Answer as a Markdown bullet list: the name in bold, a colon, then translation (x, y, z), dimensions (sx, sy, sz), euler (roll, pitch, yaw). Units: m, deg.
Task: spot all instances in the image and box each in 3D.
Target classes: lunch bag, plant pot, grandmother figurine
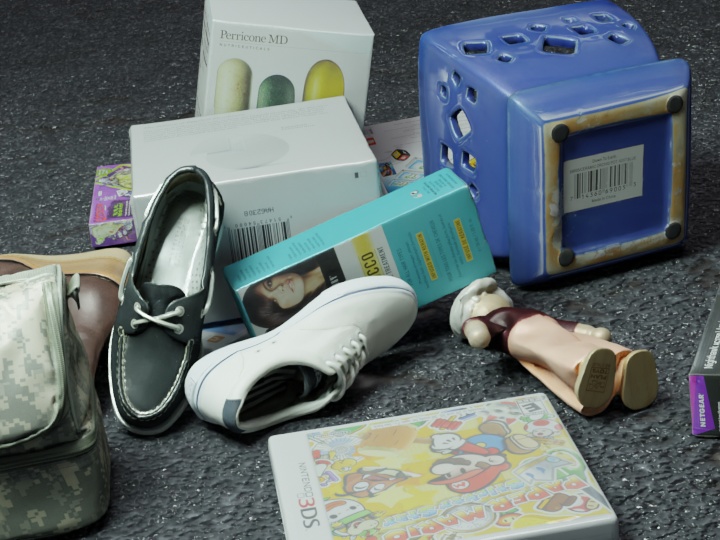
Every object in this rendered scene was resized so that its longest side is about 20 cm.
- **lunch bag**: translation (-0.272, 0.086, 1.079), dimensions (0.199, 0.169, 0.139), euler (-9, 21, -6)
- **plant pot**: translation (0.176, -0.106, 1.419), dimensions (0.199, 0.201, 0.180), euler (-13, 28, -19)
- **grandmother figurine**: translation (0.127, 0.052, 1.218), dimensions (0.121, 0.061, 0.200), euler (14, 7, -30)

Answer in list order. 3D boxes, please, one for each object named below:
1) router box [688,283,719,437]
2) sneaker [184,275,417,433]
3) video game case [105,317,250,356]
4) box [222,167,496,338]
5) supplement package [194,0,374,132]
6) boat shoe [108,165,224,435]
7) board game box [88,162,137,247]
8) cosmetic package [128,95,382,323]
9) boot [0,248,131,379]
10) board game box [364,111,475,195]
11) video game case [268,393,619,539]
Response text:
- **router box**: translation (0.321, 0.053, 1.160), dimensions (0.148, 0.051, 0.200), euler (0, 22, 21)
- **sneaker**: translation (-0.030, 0.069, 1.210), dimensions (0.199, 0.073, 0.071), euler (-28, 38, -25)
- **video game case**: translation (-0.129, 0.024, 1.398), dimensions (0.181, 0.022, 0.200), euler (9, 26, 33)
- **box**: translation (0.000, 0.000, 1.282), dimensions (0.199, 0.083, 0.049), euler (-25, 25, -7)
- **supplement package**: translation (-0.078, -0.148, 1.541), dimensions (0.151, 0.201, 0.151), euler (4, 20, -9)
- **boat shoe**: translation (-0.146, 0.019, 1.207), dimensions (0.075, 0.201, 0.060), euler (6, -20, 0)
- **board game box**: translation (-0.212, -0.074, 1.664), dimensions (0.119, 0.033, 0.200), euler (-4, 20, -5)
- **cosmetic package**: translation (-0.089, -0.053, 1.386), dimensions (0.198, 0.124, 0.200), euler (-8, 23, -5)
- **boot**: translation (-0.277, 0.056, 1.298), dimensions (0.199, 0.073, 0.167), euler (-16, 32, 20)
- **board game box**: translation (0.103, -0.105, 1.583), dimensions (0.199, 0.035, 0.127), euler (-11, 46, -13)
- **video game case**: translation (0.046, 0.139, 1.058), dimensions (0.199, 0.023, 0.182), euler (-8, 22, -6)
